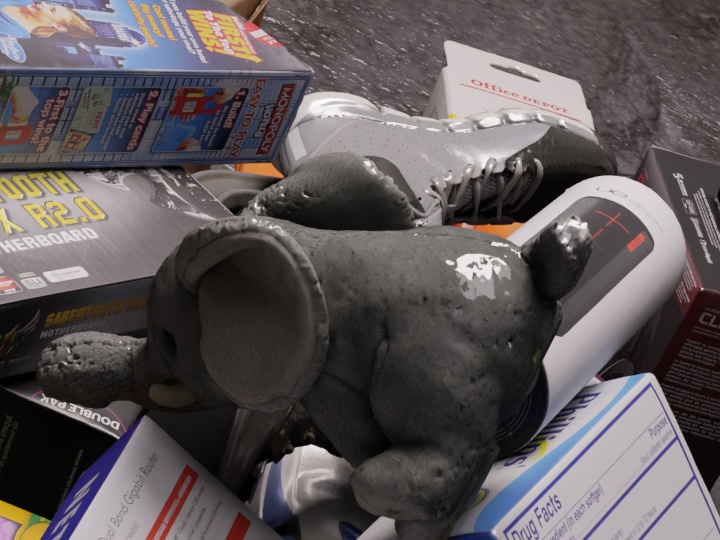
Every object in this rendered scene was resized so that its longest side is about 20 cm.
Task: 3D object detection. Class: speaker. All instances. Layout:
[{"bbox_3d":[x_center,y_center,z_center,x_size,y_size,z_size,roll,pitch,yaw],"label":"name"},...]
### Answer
[{"bbox_3d":[0.092,0.019,1.091,0.081,0.082,0.200,32,30,14],"label":"speaker"}]

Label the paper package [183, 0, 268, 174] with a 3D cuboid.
[{"bbox_3d":[-0.178,-0.128,1.313,0.199,0.191,0.103,30,35,12],"label":"paper package"}]

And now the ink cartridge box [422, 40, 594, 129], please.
[{"bbox_3d":[0.102,-0.071,1.539,0.116,0.068,0.200,16,33,-12],"label":"ink cartridge box"}]

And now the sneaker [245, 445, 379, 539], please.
[{"bbox_3d":[-0.008,0.152,1.125,0.115,0.081,0.200,22,38,-11],"label":"sneaker"}]

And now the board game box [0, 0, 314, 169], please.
[{"bbox_3d":[-0.135,-0.120,1.126,0.199,0.062,0.200,8,35,-32],"label":"board game box"}]

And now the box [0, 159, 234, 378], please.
[{"bbox_3d":[-0.163,-0.023,1.061,0.199,0.049,0.158,-10,45,-47],"label":"box"}]

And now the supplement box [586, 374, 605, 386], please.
[{"bbox_3d":[0.049,0.076,1.235,0.200,0.111,0.085,39,36,24],"label":"supplement box"}]

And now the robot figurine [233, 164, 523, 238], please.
[{"bbox_3d":[0.019,-0.028,1.350,0.199,0.144,0.117,15,35,-8],"label":"robot figurine"}]

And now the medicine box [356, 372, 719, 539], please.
[{"bbox_3d":[0.101,0.178,1.031,0.182,0.103,0.201,-35,101,-55],"label":"medicine box"}]

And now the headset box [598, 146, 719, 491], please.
[{"bbox_3d":[0.180,0.038,1.296,0.077,0.201,0.149,15,33,-16],"label":"headset box"}]

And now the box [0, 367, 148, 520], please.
[{"bbox_3d":[-0.204,0.050,1.090,0.199,0.125,0.149,24,30,-2],"label":"box"}]

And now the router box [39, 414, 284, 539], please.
[{"bbox_3d":[-0.062,0.176,0.869,0.179,0.049,0.200,43,28,-8],"label":"router box"}]

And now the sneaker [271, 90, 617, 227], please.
[{"bbox_3d":[0.051,-0.033,1.198,0.199,0.075,0.116,4,36,-13],"label":"sneaker"}]

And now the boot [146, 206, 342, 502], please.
[{"bbox_3d":[-0.011,0.076,1.069,0.174,0.201,0.069,30,-15,-39],"label":"boot"}]

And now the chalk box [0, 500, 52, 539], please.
[{"bbox_3d":[-0.182,0.172,0.920,0.199,0.125,0.124,23,31,-4],"label":"chalk box"}]

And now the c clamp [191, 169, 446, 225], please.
[{"bbox_3d":[0.000,0.000,1.186,0.199,0.027,0.171,10,35,-20],"label":"c clamp"}]

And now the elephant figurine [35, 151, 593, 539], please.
[{"bbox_3d":[-0.027,0.018,0.924,0.199,0.156,0.142,29,-11,9],"label":"elephant figurine"}]
